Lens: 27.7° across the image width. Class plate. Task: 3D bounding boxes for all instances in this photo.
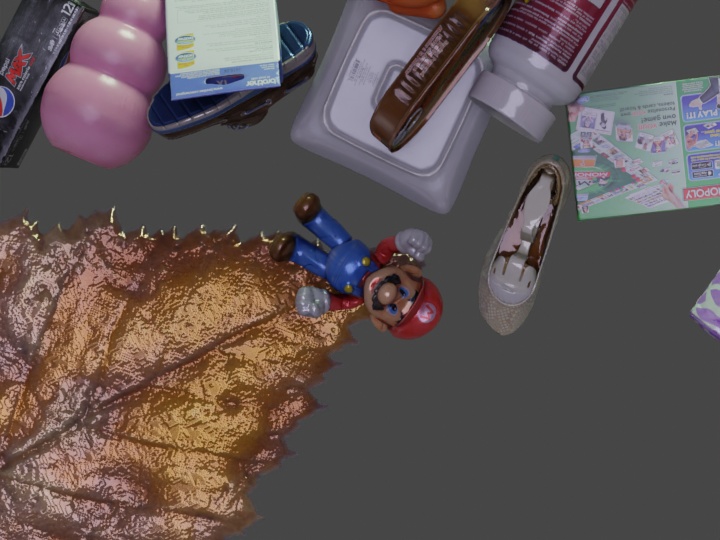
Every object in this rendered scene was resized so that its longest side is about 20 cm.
[{"bbox_3d":[0.046,-0.191,1.577,0.198,0.032,0.202,26,97,5],"label":"plate"}]

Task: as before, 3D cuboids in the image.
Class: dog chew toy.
[{"bbox_3d":[-0.264,-0.215,1.574,0.123,0.125,0.202,22,88,5],"label":"dog chew toy"}]

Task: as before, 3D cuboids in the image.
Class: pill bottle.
[{"bbox_3d":[0.200,-0.242,1.510,0.109,0.110,0.201,33,93,4],"label":"pill bottle"}]

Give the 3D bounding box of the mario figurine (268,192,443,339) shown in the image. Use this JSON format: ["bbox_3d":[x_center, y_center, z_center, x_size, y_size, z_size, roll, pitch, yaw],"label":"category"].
[{"bbox_3d":[0.000,0.000,1.554,0.199,0.106,0.124,33,131,12],"label":"mario figurine"}]

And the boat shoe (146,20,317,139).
[{"bbox_3d":[-0.131,-0.186,1.562,0.198,0.073,0.073,-27,54,-5],"label":"boat shoe"}]

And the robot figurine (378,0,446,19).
[{"bbox_3d":[0.033,-0.331,1.489,0.115,0.200,0.146,-4,111,-30],"label":"robot figurine"}]

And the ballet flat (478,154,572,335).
[{"bbox_3d":[0.170,-0.028,1.556,0.067,0.062,0.203,18,96,9],"label":"ballet flat"}]

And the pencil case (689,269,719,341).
[{"bbox_3d":[0.428,-0.004,1.520,0.085,0.084,0.201,34,99,-20],"label":"pencil case"}]

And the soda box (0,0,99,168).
[{"bbox_3d":[-0.368,-0.216,1.610,0.070,0.063,0.202,30,96,5],"label":"soda box"}]

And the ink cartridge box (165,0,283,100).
[{"bbox_3d":[-0.144,-0.254,1.534,0.117,0.042,0.202,-7,55,0],"label":"ink cartridge box"}]

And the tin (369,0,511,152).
[{"bbox_3d":[0.081,-0.211,1.501,0.042,0.112,0.201,39,96,12],"label":"tin"}]

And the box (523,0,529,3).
[{"bbox_3d":[0.132,-0.366,1.490,0.070,0.064,0.201,-40,55,8],"label":"box"}]

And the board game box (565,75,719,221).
[{"bbox_3d":[0.321,-0.130,1.548,0.197,0.029,0.137,-6,93,7],"label":"board game box"}]
